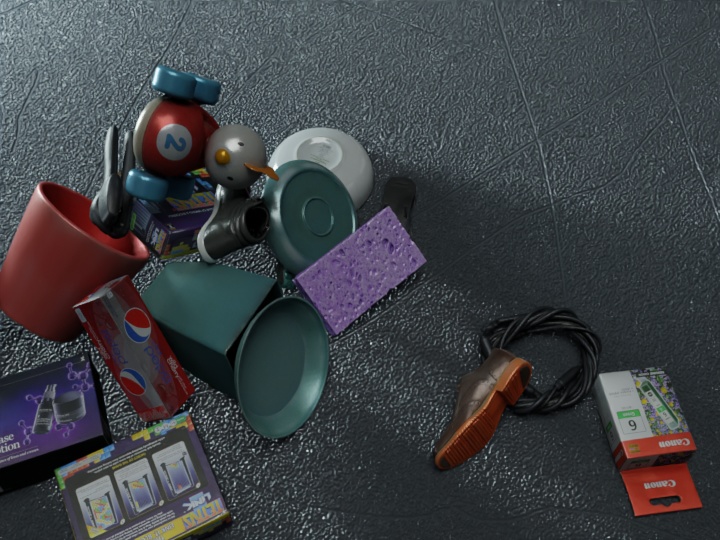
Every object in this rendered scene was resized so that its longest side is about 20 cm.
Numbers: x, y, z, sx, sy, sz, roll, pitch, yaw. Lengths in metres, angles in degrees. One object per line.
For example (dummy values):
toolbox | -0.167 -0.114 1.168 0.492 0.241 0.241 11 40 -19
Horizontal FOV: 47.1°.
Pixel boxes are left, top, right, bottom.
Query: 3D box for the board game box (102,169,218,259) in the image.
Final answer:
board game box | -0.295 -0.102 1.348 0.165 0.057 0.199 38 29 22

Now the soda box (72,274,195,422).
soda box | -0.320 0.114 1.177 0.062 0.203 0.070 -16 19 30

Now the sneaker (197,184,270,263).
sneaker | -0.176 -0.095 1.272 0.097 0.071 0.202 -14 37 22

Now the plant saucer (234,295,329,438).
plant saucer | -0.119 0.137 1.188 0.035 0.202 0.202 5 49 36

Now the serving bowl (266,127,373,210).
serving bowl | -0.072 -0.185 1.474 0.195 0.066 0.203 1 55 -1

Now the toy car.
toy car | -0.213 -0.175 1.210 0.197 0.177 0.188 20 101 10

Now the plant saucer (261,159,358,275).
plant saucer | -0.074 -0.086 1.350 0.197 0.027 0.205 13 71 -39

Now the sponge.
sponge | 0.000 0.000 1.325 0.199 0.030 0.112 -38 98 -18

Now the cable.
cable | 0.283 0.136 1.269 0.195 0.051 0.166 -7 56 -7

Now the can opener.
can opener | -0.362 -0.136 1.239 0.063 0.078 0.203 27 43 -34

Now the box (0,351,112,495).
box | -0.466 0.220 1.177 0.196 0.080 0.143 -17 55 -13

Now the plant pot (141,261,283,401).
plant pot | -0.228 0.076 1.246 0.197 0.143 0.142 20 56 22

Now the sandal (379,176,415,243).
sandal | 0.058 -0.087 1.421 0.074 0.043 0.203 3 55 0

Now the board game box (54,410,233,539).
board game box | -0.296 0.311 1.130 0.197 0.057 0.167 -22 60 -16

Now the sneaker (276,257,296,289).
sneaker | -0.128 -0.065 1.386 0.090 0.077 0.204 -8 69 30

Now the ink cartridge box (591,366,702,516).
ink cartridge box | 0.419 0.243 1.197 0.106 0.051 0.203 -6 55 -5

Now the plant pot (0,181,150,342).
plant pot | -0.445 -0.004 1.249 0.200 0.200 0.179 38 97 23

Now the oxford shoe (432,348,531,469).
oxford shoe | 0.166 0.202 1.210 0.200 0.072 0.072 -47 47 -14
